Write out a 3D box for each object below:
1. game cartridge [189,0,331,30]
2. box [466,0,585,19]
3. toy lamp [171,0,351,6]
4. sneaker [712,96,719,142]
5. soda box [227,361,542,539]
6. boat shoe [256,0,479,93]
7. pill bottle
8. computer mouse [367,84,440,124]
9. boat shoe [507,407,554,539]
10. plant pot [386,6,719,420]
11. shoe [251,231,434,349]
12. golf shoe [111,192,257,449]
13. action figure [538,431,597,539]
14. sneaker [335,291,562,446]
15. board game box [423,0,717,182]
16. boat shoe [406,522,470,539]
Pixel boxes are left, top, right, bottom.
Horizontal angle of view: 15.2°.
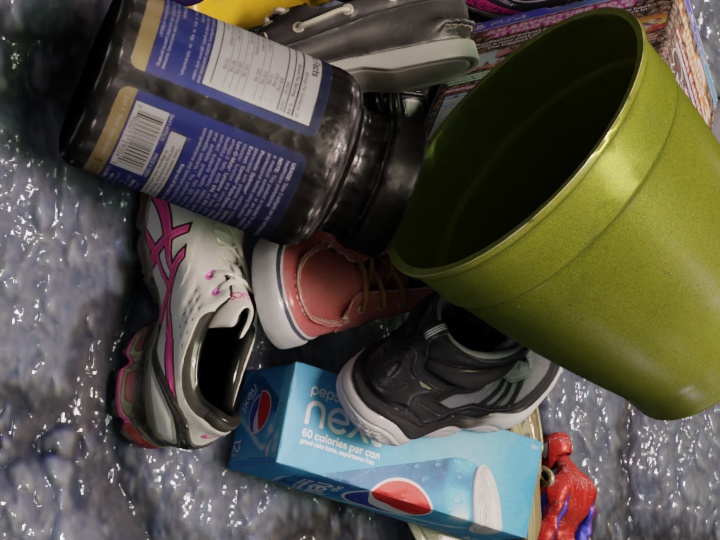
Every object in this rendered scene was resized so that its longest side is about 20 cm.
[{"bbox_3d":[-0.076,-0.256,1.715,0.176,0.032,0.201,-26,110,-47],"label":"game cartridge"},{"bbox_3d":[0.128,-0.243,1.890,0.200,0.114,0.133,14,78,-48],"label":"box"},{"bbox_3d":[-0.069,-0.189,1.657,0.200,0.058,0.059,-5,93,-48],"label":"toy lamp"},{"bbox_3d":[0.341,-0.086,2.132,0.200,0.115,0.076,25,70,-46],"label":"sneaker"},{"bbox_3d":[0.018,0.119,1.746,0.199,0.064,0.068,19,73,-29],"label":"soda box"},{"bbox_3d":[-0.027,-0.138,1.680,0.074,0.199,0.061,77,2,-76],"label":"boat shoe"},{"bbox_3d":[-0.067,-0.082,1.591,0.199,0.112,0.112,21,69,-11],"label":"pill bottle"},{"bbox_3d":[0.032,-0.136,1.815,0.200,0.046,0.141,27,55,-64],"label":"computer mouse"},{"bbox_3d":[0.099,0.102,1.874,0.063,0.073,0.201,-15,99,-46],"label":"boat shoe"},{"bbox_3d":[0.152,-0.016,1.603,0.193,0.200,0.201,43,57,-22],"label":"plant pot"},{"bbox_3d":[0.000,0.000,1.693,0.200,0.091,0.072,-20,98,-74],"label":"shoe"},{"bbox_3d":[-0.090,0.010,1.644,0.072,0.092,0.201,16,75,-45],"label":"golf shoe"},{"bbox_3d":[0.144,0.216,1.942,0.065,0.052,0.201,17,71,-53],"label":"action figure"},{"bbox_3d":[0.083,0.049,1.707,0.200,0.114,0.076,-12,65,-47],"label":"sneaker"},{"bbox_3d":[0.139,-0.097,1.775,0.200,0.159,0.097,-66,140,-59],"label":"board game box"},{"bbox_3d":[0.060,0.179,1.842,0.072,0.068,0.201,-17,89,-21],"label":"boat shoe"}]
